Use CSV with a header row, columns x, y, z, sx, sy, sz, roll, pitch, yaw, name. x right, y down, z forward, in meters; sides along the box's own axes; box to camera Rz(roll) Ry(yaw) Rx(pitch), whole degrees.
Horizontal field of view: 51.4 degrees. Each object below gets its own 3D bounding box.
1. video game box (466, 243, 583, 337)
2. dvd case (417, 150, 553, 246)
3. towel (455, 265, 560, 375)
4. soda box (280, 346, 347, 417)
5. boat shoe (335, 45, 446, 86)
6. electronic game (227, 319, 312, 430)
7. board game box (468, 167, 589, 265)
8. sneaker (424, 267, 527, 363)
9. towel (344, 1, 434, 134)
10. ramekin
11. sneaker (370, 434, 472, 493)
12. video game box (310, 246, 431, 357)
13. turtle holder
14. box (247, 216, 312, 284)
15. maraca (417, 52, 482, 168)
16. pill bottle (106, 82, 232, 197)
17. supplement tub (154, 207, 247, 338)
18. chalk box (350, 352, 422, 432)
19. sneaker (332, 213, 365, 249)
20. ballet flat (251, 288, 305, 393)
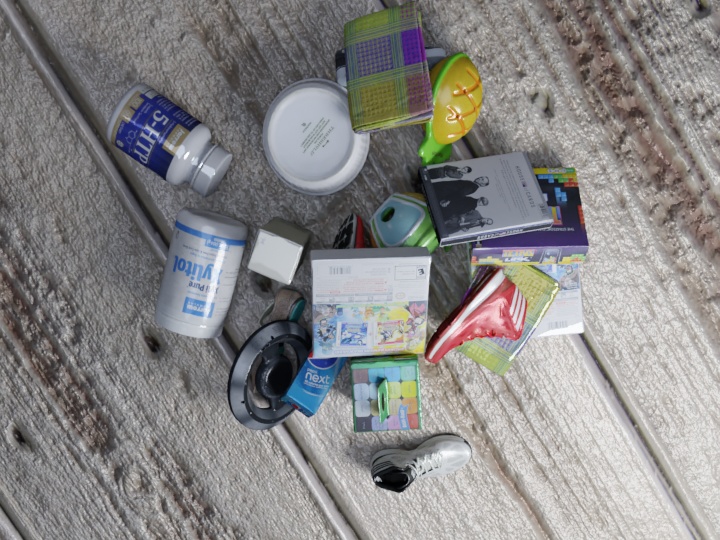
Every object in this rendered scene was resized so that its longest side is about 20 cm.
x,y,z,sx,sy,sz,roll,pitch,yaw,name
0.294,0.027,1.346,0.194,0.047,0.188,-6,100,3,video game box
0.207,-0.123,1.254,0.194,0.025,0.153,-9,60,-9,dvd case
0.246,0.069,1.313,0.141,0.023,0.203,29,99,-2,towel
-0.061,0.155,1.329,0.063,0.068,0.203,32,69,-4,soda box
0.051,-0.372,1.297,0.194,0.073,0.070,-8,81,15,boat shoe
-0.156,0.187,1.335,0.041,0.197,0.205,20,100,41,electronic game
0.281,-0.095,1.288,0.194,0.057,0.169,-1,58,2,board game box
0.206,0.106,1.272,0.115,0.078,0.201,41,100,-2,sneaker
0.043,-0.330,1.235,0.140,0.023,0.206,-10,78,16,towel
-0.081,-0.234,1.307,0.196,0.094,0.209,0,97,2,ramekin
0.113,0.366,1.370,0.195,0.115,0.078,-13,97,3,sneaker
0.015,0.054,1.238,0.194,0.047,0.187,-1,116,-6,video game box
0.096,-0.077,1.297,0.132,0.140,0.187,44,119,11,turtle holder
-0.134,-0.038,1.281,0.080,0.200,0.070,21,100,-1,box
0.148,-0.269,1.282,0.106,0.136,0.205,25,107,32,maraca
-0.329,-0.221,1.306,0.198,0.120,0.121,33,98,-3,pill bottle
-0.283,0.003,1.328,0.129,0.132,0.205,15,98,0,supplement tub
0.046,0.203,1.308,0.120,0.200,0.129,-3,99,1,chalk box
0.000,0.000,1.338,0.083,0.077,0.206,6,71,-29,sneaker
-0.167,0.125,1.382,0.066,0.068,0.204,27,93,18,ballet flat
